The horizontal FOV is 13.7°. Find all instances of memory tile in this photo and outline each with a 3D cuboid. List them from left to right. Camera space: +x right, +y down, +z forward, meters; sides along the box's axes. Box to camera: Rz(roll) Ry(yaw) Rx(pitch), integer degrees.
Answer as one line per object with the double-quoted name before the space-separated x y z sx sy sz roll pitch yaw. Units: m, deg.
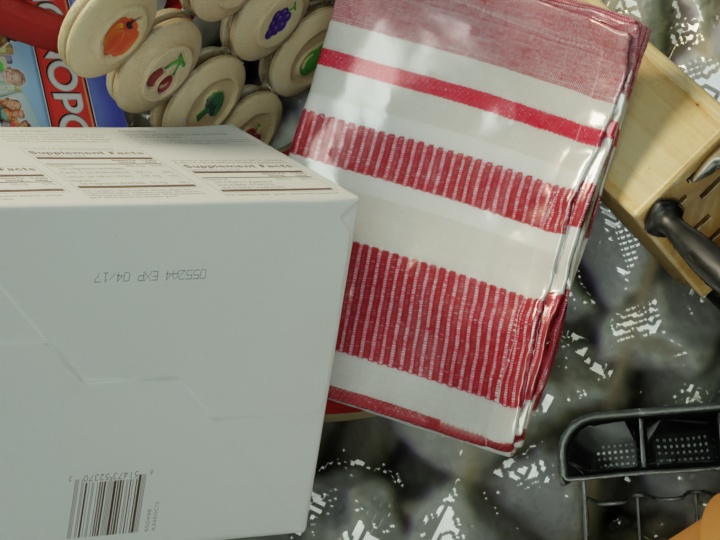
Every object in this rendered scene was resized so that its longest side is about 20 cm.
"memory tile" -0.049 -0.122 1.329 0.017 0.200 0.153 40 90 25

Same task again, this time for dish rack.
"dish rack" 0.172 0.160 1.386 0.153 0.055 0.201 -4 90 3

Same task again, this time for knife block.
"knife block" 0.138 -0.049 1.327 0.064 0.176 0.200 -43 88 1

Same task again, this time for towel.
"towel" 0.033 -0.033 1.321 0.143 0.023 0.201 17 90 18

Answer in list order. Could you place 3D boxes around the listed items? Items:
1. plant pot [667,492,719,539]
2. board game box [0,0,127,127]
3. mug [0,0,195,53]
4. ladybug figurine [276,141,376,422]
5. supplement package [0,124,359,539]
"plant pot" 0.156 0.198 1.277 0.140 0.200 0.201 -21 89 18
"board game box" -0.171 -0.075 1.350 0.134 0.029 0.201 -2 68 -34
"mug" -0.157 -0.185 1.305 0.199 0.134 0.178 -17 52 -36
"ladybug figurine" 0.000 0.000 1.385 0.199 0.072 0.136 -22 89 2
"supplement package" -0.121 0.028 1.257 0.199 0.111 0.156 -2 111 -34
